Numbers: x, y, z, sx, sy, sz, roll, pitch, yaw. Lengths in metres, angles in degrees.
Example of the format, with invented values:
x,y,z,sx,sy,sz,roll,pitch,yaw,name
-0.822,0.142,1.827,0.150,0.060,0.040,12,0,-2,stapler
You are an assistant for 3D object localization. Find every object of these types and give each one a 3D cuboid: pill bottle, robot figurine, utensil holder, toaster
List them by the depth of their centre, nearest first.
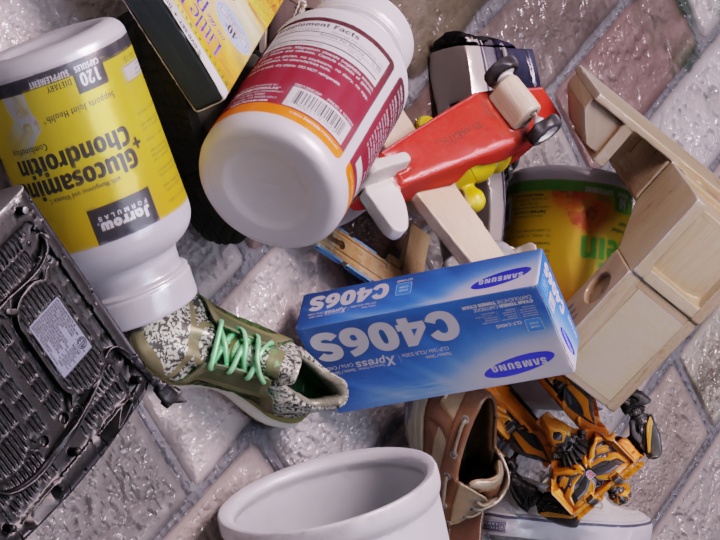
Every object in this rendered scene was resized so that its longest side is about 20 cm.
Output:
x,y,z,sx,sy,sz,roll,pitch,yaw,name
-0.247,0.072,1.330,0.181,0.118,0.201,-51,121,-34,toaster
-0.183,-0.064,1.410,0.112,0.111,0.201,-33,110,-42,pill bottle
-0.032,-0.117,1.494,0.113,0.112,0.201,58,38,-25,pill bottle
-0.004,0.256,1.536,0.169,0.169,0.202,-24,107,-44,utensil holder
0.152,0.119,1.691,0.200,0.145,0.058,47,15,0,robot figurine
0.176,0.018,1.772,0.111,0.110,0.202,12,79,-44,pill bottle

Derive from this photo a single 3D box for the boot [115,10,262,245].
x,y,z,sx,sy,sz,roll,pitch,yaw,name
-0.111,-0.130,1.535,0.131,0.067,0.201,-55,127,-44,boot

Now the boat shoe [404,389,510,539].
x,y,z,sx,sy,sz,roll,pitch,yaw,name
0.081,0.171,1.665,0.076,0.071,0.201,-39,135,-39,boat shoe

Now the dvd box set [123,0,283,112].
x,y,z,sx,sy,sz,roll,pitch,yaw,name
-0.118,-0.226,1.493,0.147,0.029,0.200,58,29,-22,dvd box set

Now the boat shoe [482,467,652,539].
x,y,z,sx,sy,sz,roll,pitch,yaw,name
0.186,0.203,1.804,0.199,0.071,0.071,9,83,-38,boat shoe

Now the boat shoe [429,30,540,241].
x,y,z,sx,sy,sz,roll,pitch,yaw,name
0.117,-0.103,1.745,0.092,0.074,0.202,-2,88,-38,boat shoe

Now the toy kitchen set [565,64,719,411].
x,y,z,sx,sy,sz,roll,pitch,yaw,name
0.186,-0.039,1.660,0.163,0.200,0.181,37,105,-22,toy kitchen set

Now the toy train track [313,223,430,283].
x,y,z,sx,sy,sz,roll,pitch,yaw,name
0.000,0.000,1.647,0.199,0.032,0.116,34,55,-34,toy train track

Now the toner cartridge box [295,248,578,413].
x,y,z,sx,sy,sz,roll,pitch,yaw,name
0.059,0.048,1.578,0.043,0.198,0.095,-78,148,-47,toner cartridge box

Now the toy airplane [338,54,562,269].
x,y,z,sx,sy,sz,roll,pitch,yaw,name
0.053,-0.077,1.629,0.197,0.141,0.201,15,62,-7,toy airplane

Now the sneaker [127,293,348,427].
x,y,z,sx,sy,sz,roll,pitch,yaw,name
-0.084,0.062,1.518,0.199,0.088,0.078,24,71,-42,sneaker

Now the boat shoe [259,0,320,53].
x,y,z,sx,sy,sz,roll,pitch,yaw,name
-0.023,-0.225,1.622,0.072,0.059,0.201,37,62,-38,boat shoe
